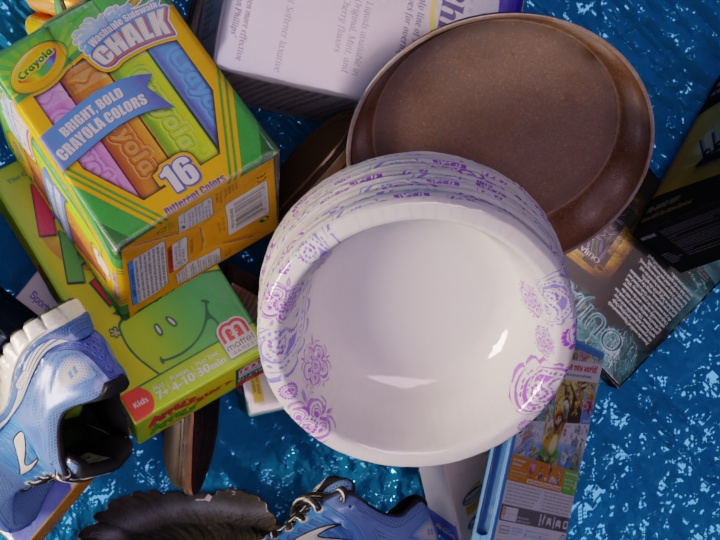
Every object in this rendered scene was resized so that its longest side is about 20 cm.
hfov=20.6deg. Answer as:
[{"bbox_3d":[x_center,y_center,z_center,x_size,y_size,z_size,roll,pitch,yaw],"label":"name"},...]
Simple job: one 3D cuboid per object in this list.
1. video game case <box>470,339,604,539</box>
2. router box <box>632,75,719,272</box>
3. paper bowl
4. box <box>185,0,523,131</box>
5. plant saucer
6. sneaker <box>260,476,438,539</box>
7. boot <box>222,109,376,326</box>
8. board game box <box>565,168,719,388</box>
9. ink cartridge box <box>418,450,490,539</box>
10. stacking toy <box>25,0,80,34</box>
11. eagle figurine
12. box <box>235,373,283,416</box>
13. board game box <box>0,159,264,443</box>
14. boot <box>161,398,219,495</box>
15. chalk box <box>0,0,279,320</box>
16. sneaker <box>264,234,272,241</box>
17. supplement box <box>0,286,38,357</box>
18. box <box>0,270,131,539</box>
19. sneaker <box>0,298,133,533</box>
[{"bbox_3d":[0.122,0.144,1.394,0.018,0.143,0.201,10,84,28],"label":"video game case"},{"bbox_3d":[0.293,-0.091,1.411,0.052,0.200,0.158,36,68,-12],"label":"router box"},{"bbox_3d":[0.034,0.017,1.264,0.199,0.105,0.202,0,121,-1],"label":"paper bowl"},{"bbox_3d":[-0.011,-0.161,1.365,0.199,0.184,0.106,12,89,-13],"label":"box"},{"bbox_3d":[0.089,-0.087,1.282,0.199,0.035,0.201,-2,129,-2],"label":"plant saucer"},{"bbox_3d":[-0.038,0.185,1.317,0.199,0.078,0.090,-2,81,-29],"label":"sneaker"},{"bbox_3d":[0.000,0.000,1.358,0.155,0.077,0.201,26,107,-17],"label":"boot"},{"bbox_3d":[0.170,-0.028,1.490,0.135,0.028,0.200,-45,101,-7],"label":"board game box"},{"bbox_3d":[0.093,0.114,1.428,0.119,0.042,0.201,-35,130,-27],"label":"ink cartridge box"},{"bbox_3d":[-0.189,-0.150,1.377,0.109,0.116,0.201,1,104,-10],"label":"stacking toy"},{"bbox_3d":[-0.091,0.228,1.411,0.199,0.151,0.152,-16,52,17],"label":"eagle figurine"},{"bbox_3d":[0.004,0.044,1.446,0.199,0.049,0.083,-11,95,-12],"label":"box"},{"bbox_3d":[-0.154,0.002,1.315,0.101,0.048,0.201,-29,74,-13],"label":"board game box"},{"bbox_3d":[-0.154,0.060,1.413,0.096,0.075,0.201,0,97,11],"label":"boot"},{"bbox_3d":[-0.155,-0.096,1.262,0.124,0.125,0.200,-32,72,-14],"label":"chalk box"},{"bbox_3d":[0.001,-0.055,1.414,0.199,0.074,0.083,5,116,-8],"label":"sneaker"},{"bbox_3d":[-0.347,0.062,1.290,0.200,0.134,0.200,37,93,4],"label":"supplement box"},{"bbox_3d":[-0.209,0.080,1.365,0.119,0.041,0.200,41,101,8],"label":"box"},{"bbox_3d":[-0.200,0.112,1.267,0.089,0.200,0.078,45,47,17],"label":"sneaker"}]
